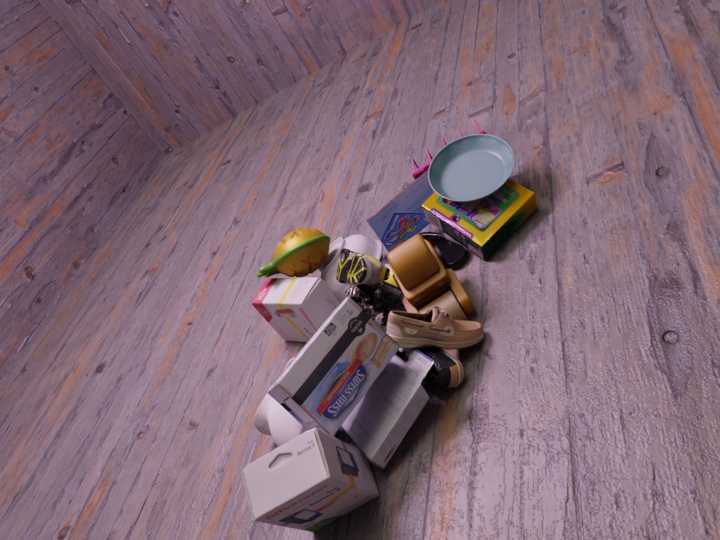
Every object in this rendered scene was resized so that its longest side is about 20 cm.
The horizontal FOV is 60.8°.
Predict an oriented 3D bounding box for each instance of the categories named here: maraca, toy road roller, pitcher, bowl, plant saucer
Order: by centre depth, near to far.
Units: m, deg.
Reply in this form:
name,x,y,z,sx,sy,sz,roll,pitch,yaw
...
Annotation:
name,x,y,z,sx,sy,sz,roll,pitch,yaw
pitcher,-0.122,0.270,1.215,0.198,0.119,0.176,8,79,58
toy road roller,0.127,0.023,1.227,0.121,0.146,0.203,-32,52,8
plant saucer,0.250,-0.223,1.381,0.195,0.036,0.204,-13,50,15
maraca,-0.159,-0.032,1.468,0.197,0.109,0.137,-28,-12,15
bowl,-0.040,-0.015,1.494,0.201,0.090,0.203,-46,21,22

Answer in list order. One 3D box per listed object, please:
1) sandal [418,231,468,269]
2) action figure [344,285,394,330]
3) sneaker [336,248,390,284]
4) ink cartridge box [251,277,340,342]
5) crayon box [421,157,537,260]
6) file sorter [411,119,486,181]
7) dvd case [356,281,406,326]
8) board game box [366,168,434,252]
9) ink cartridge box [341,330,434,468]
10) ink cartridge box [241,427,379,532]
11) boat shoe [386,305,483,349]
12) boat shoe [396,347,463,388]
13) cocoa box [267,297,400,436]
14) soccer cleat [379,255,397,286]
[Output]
name,x,y,z,sx,sy,sz,roll,pitch,yaw
sandal,0.175,-0.059,1.427,0.076,0.043,0.199,-47,31,-14
action figure,0.007,0.093,1.246,0.118,0.103,0.201,34,61,11
sneaker,0.000,0.000,1.329,0.200,0.074,0.078,-148,70,-68
ink cartridge box,-0.143,0.095,1.457,0.197,0.146,0.084,-2,44,45
crayon box,0.264,-0.143,1.379,0.172,0.059,0.199,-42,50,-10
file sorter,0.240,-0.258,1.534,0.197,0.140,0.127,-28,28,15
dvd case,0.030,0.109,1.308,0.146,0.016,0.202,22,56,14
board game box,0.120,-0.141,1.479,0.198,0.104,0.019,-38,6,8
ink cartridge box,0.046,0.229,1.134,0.202,0.043,0.196,-54,25,-4
ink cartridge box,-0.077,0.345,0.996,0.143,0.200,0.089,-31,54,8
boat shoe,0.142,0.103,1.135,0.194,0.067,0.071,0,14,-20
boat shoe,0.110,0.167,1.161,0.061,0.077,0.198,-6,18,-33
cocoa box,-0.048,0.176,1.085,0.201,0.131,0.133,-49,1,-22
soccer cleat,0.103,0.020,1.399,0.198,0.064,0.086,11,78,49
